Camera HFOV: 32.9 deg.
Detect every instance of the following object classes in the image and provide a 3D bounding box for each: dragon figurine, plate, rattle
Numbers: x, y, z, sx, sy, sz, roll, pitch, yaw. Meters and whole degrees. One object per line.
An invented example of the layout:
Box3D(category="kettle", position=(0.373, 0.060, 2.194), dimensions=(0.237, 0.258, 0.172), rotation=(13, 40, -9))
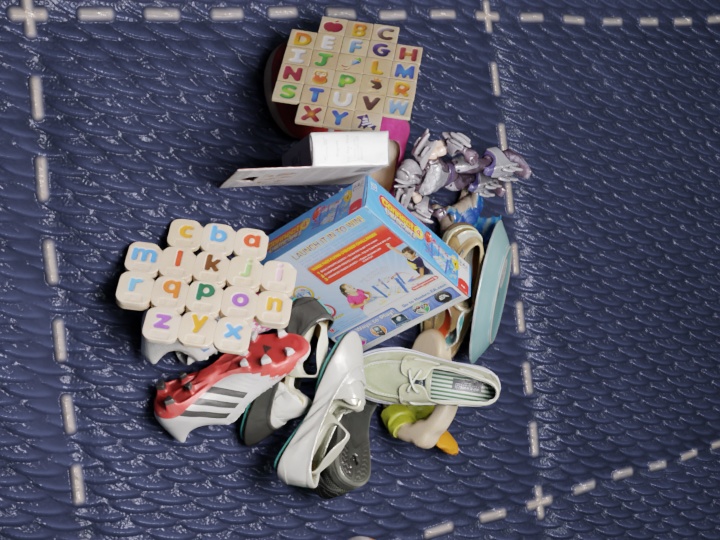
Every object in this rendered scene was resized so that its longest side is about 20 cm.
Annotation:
Box3D(category="dragon figurine", position=(0.155, -0.072, 1.705), dimensions=(0.200, 0.059, 0.100), rotation=(-48, 117, -22))
Box3D(category="plate", position=(0.182, 0.031, 1.666), dimensions=(0.200, 0.025, 0.202), rotation=(12, 90, -77))
Box3D(category="rattle", position=(0.123, 0.142, 1.627), dimensions=(0.142, 0.130, 0.201), rotation=(21, 86, -25))

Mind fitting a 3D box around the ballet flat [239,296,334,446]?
Box3D(category="ballet flat", position=(-0.086, 0.131, 1.486), dimensions=(0.068, 0.068, 0.201), rotation=(11, 101, -62))

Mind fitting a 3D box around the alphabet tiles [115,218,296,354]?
Box3D(category="alphabet tiles", position=(-0.176, 0.017, 1.403), dimensions=(0.198, 0.015, 0.196), rotation=(8, 45, -3))

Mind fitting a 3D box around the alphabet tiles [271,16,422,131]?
Box3D(category="alphabet tiles", position=(-0.014, -0.238, 1.466), dimensions=(0.165, 0.006, 0.201), rotation=(8, 49, 3))

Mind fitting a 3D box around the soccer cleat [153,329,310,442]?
Box3D(category="soccer cleat", position=(-0.148, 0.137, 1.445), dimensions=(0.199, 0.069, 0.086), rotation=(-26, 130, -9))

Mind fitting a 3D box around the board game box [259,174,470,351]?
Box3D(category="board game box", position=(0.000, 0.000, 1.504), dimensions=(0.196, 0.199, 0.056), rotation=(40, 38, -30))

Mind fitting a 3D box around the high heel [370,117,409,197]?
Box3D(category="high heel", position=(0.021, -0.136, 1.550), dimensions=(0.067, 0.200, 0.097), rotation=(11, 72, 2))

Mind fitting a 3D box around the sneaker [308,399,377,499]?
Box3D(category="sneaker", position=(-0.035, 0.205, 1.561), dimensions=(0.076, 0.114, 0.200), rotation=(28, 45, -27))

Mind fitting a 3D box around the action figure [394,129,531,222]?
Box3D(category="action figure", position=(0.121, -0.125, 1.573), dimensions=(0.199, 0.130, 0.070), rotation=(-7, 56, -39))

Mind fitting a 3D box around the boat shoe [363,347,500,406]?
Box3D(category="boat shoe", position=(0.079, 0.134, 1.520), dimensions=(0.198, 0.062, 0.073), rotation=(4, 88, -1))

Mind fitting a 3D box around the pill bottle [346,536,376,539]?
Box3D(category="pill bottle", position=(0.058, 0.426, 1.592), dimensions=(0.199, 0.112, 0.113), rotation=(27, 73, -33))

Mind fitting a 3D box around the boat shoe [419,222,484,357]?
Box3D(category="boat shoe", position=(0.126, 0.040, 1.632), dimensions=(0.071, 0.076, 0.201), rotation=(-3, 117, -18))

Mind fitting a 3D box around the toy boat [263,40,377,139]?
Box3D(category="toy boat", position=(-0.020, -0.238, 1.539), dimensions=(0.199, 0.130, 0.132), rotation=(-16, 97, -35))

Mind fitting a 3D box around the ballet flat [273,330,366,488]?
Box3D(category="ballet flat", position=(-0.032, 0.173, 1.470), dimensions=(0.069, 0.069, 0.201), rotation=(34, 78, -30))

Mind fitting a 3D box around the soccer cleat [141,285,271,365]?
Box3D(category="soccer cleat", position=(-0.179, 0.069, 1.465), dimensions=(0.199, 0.070, 0.087), rotation=(-1, 115, -41))

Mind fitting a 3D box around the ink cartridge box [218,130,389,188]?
Box3D(category="ink cartridge box", position=(-0.072, -0.129, 1.430), dimensions=(0.172, 0.200, 0.044), rotation=(-2, 89, -13))
